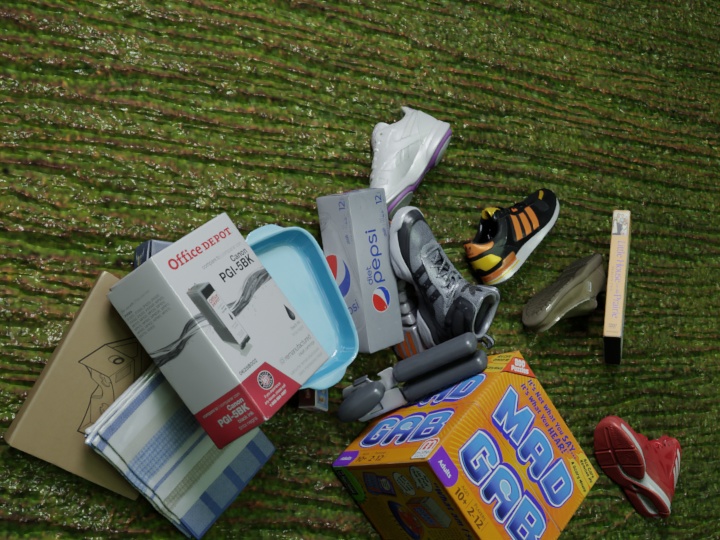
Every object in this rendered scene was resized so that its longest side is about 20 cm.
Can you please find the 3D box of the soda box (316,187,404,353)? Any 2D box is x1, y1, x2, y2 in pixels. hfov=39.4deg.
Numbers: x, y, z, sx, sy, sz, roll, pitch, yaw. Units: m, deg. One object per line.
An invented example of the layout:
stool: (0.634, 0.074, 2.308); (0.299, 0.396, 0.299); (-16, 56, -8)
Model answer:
soda box: (0.000, 0.000, 1.280); (0.068, 0.063, 0.203); (-15, 100, -43)

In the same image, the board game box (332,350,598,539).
board game box: (0.131, 0.251, 1.256); (0.200, 0.199, 0.201); (-42, 105, -34)

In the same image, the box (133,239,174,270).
box: (-0.170, 0.058, 1.182); (0.198, 0.051, 0.160); (10, 73, -33)

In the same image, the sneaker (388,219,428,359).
sneaker: (0.070, 0.013, 1.354); (0.112, 0.077, 0.202); (-29, 109, -41)

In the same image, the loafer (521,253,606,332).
loafer: (0.317, 0.043, 1.513); (0.199, 0.076, 0.068); (-36, 97, -36)

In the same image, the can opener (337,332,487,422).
can opener: (0.061, 0.142, 1.242); (0.054, 0.198, 0.067); (58, 24, -15)

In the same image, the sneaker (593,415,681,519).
sneaker: (0.430, 0.275, 1.553); (0.201, 0.078, 0.116); (59, 45, -24)

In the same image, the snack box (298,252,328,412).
snack box: (-0.058, 0.071, 1.248); (0.024, 0.072, 0.203); (-3, 77, 9)

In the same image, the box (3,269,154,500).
box: (-0.258, 0.125, 1.071); (0.163, 0.021, 0.201); (33, 83, -32)

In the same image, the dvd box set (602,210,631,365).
dvd box set: (0.395, 0.028, 1.548); (0.146, 0.029, 0.203); (57, 40, -65)

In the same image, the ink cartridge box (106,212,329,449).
ink cartridge box: (-0.145, 0.059, 1.056); (0.201, 0.083, 0.147); (54, 34, -4)

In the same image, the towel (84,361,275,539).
towel: (-0.192, 0.188, 1.101); (0.147, 0.024, 0.201); (-47, 126, -18)

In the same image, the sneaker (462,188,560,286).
sneaker: (0.221, -0.071, 1.475); (0.090, 0.070, 0.201); (50, 58, -19)

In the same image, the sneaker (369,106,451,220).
sneaker: (0.040, -0.140, 1.377); (0.099, 0.075, 0.201); (33, 66, 9)

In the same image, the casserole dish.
casserole dish: (-0.082, 0.045, 1.181); (0.120, 0.039, 0.202); (-25, 92, -27)

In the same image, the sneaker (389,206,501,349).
sneaker: (0.112, 0.011, 1.262); (0.075, 0.113, 0.202); (-33, 111, -39)
